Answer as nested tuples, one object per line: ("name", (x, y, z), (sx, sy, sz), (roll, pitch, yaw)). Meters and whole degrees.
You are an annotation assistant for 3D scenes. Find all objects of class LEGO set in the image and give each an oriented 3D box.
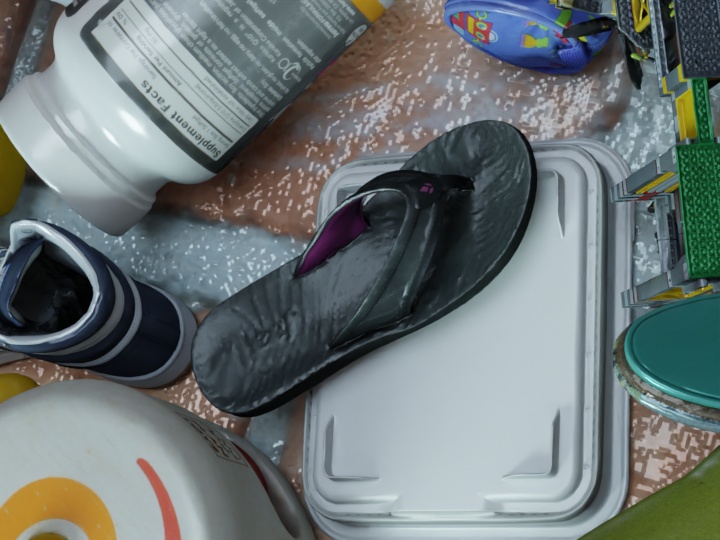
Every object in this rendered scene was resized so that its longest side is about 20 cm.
("LEGO set", (0.180, -0.063, 0.869), (0.152, 0.116, 0.202), (-12, 84, -11))

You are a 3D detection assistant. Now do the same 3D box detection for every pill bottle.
("pill bottle", (-0.085, -0.119, 0.974), (0.200, 0.116, 0.117), (-43, 64, 7))

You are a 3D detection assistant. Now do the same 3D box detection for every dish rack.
("dish rack", (0.046, 0.030, 0.918), (0.170, 0.043, 0.202), (-3, 75, 22))

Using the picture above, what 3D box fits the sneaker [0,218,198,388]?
("sneaker", (-0.192, 0.013, 0.985), (0.198, 0.108, 0.071), (7, 77, 24))

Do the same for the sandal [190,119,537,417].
("sandal", (0.000, 0.001, 0.894), (0.200, 0.048, 0.076), (-38, 65, 11))

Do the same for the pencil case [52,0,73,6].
("pencil case", (-0.202, -0.212, 1.068), (0.199, 0.090, 0.084), (28, 114, 28))

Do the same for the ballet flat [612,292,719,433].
("ballet flat", (0.204, 0.045, 0.795), (0.197, 0.074, 0.075), (-4, 73, 1))

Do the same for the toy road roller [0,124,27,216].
("toy road roller", (-0.282, -0.044, 0.981), (0.122, 0.200, 0.148), (3, 70, 29))

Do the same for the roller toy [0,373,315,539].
("roller toy", (-0.121, 0.148, 0.900), (0.180, 0.140, 0.202), (-5, 73, 21))

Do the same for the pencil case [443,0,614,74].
("pencil case", (0.113, -0.197, 0.933), (0.086, 0.078, 0.202), (20, 84, 24))

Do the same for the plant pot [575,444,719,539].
("plant pot", (0.131, 0.181, 0.770), (0.193, 0.201, 0.200), (-43, 63, -6))
